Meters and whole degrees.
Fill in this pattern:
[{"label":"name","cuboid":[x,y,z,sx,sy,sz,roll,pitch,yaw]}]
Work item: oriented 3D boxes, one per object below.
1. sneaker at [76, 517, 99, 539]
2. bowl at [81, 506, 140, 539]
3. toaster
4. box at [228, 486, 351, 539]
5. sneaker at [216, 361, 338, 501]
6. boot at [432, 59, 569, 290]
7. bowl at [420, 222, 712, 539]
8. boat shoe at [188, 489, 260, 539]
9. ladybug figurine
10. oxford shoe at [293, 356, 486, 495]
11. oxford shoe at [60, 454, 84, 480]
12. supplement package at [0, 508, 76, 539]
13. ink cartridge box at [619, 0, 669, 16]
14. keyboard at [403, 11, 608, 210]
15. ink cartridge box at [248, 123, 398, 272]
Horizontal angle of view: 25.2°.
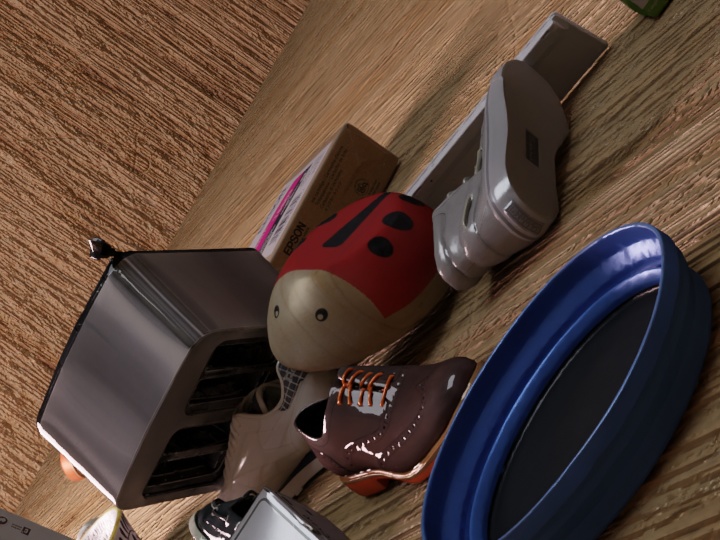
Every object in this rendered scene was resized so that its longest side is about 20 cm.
[{"label":"sneaker","cuboid":[-0.237,0.285,1.549,0.073,0.084,0.200,-56,12,-10]},{"label":"bowl","cuboid":[-0.218,0.307,1.334,0.201,0.094,0.201,-53,11,15]},{"label":"toaster","cuboid":[-0.149,0.078,1.285,0.199,0.118,0.182,-2,-55,-55]},{"label":"box","cuboid":[-0.059,0.234,0.871,0.116,0.060,0.201,31,89,48]},{"label":"sneaker","cuboid":[-0.073,0.136,1.275,0.200,0.080,0.077,-50,14,37]},{"label":"boot","cuboid":[0.092,-0.070,1.157,0.095,0.073,0.201,-41,19,31]},{"label":"bowl","cuboid":[0.104,0.070,0.814,0.201,0.039,0.201,-54,12,16]},{"label":"boat shoe","cuboid":[-0.071,0.189,1.135,0.066,0.074,0.199,-54,12,-2]},{"label":"ladybug figurine","cuboid":[0.000,0.000,1.221,0.135,0.072,0.200,-2,30,33]},{"label":"oxford shoe","cuboid":[0.016,0.093,1.034,0.200,0.072,0.072,-39,19,56]},{"label":"oxford shoe","cuboid":[-0.343,0.218,2.241,0.072,0.072,0.201,-17,26,24]},{"label":"supplement package","cuboid":[-0.201,0.297,1.025,0.201,0.190,0.148,-70,4,-53]},{"label":"ink cartridge box","cuboid":[0.169,-0.300,1.151,0.148,0.199,0.076,-54,11,11]},{"label":"keyboard","cuboid":[0.111,-0.114,1.256,0.200,0.056,0.011,-50,36,29]},{"label":"ink cartridge box","cuboid":[-0.058,-0.036,1.705,0.165,0.075,0.201,-34,26,60]}]
